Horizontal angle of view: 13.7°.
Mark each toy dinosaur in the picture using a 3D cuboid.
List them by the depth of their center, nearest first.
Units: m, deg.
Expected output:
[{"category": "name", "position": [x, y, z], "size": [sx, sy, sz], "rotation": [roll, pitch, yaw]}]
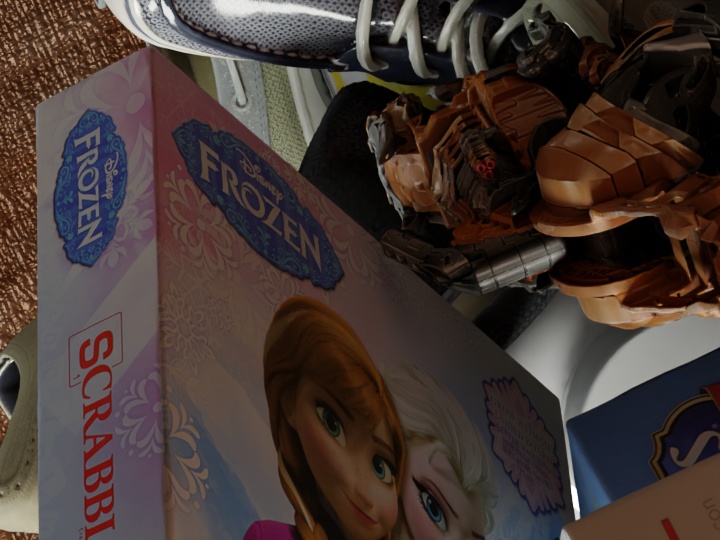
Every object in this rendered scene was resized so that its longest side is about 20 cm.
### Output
[{"category": "toy dinosaur", "position": [0.084, -0.022, 0.784], "size": [0.200, 0.135, 0.103], "rotation": [40, 151, 38]}]

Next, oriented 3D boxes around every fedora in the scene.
[{"category": "fedora", "position": [0.000, 0.000, 0.971], "size": [0.092, 0.201, 0.201], "rotation": [44, 174, -2]}]

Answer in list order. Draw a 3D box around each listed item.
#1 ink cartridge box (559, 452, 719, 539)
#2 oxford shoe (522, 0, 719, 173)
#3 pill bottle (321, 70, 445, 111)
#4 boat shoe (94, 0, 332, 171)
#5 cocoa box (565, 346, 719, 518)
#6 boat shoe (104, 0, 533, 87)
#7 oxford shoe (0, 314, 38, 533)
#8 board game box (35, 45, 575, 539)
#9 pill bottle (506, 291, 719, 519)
[{"category": "ink cartridge box", "position": [0.119, 0.092, 0.680], "size": [0.068, 0.199, 0.116], "rotation": [86, 159, -71]}, {"category": "oxford shoe", "position": [0.126, -0.020, 0.901], "size": [0.200, 0.058, 0.075], "rotation": [53, 171, -16]}, {"category": "pill bottle", "position": [0.019, -0.144, 1.044], "size": [0.114, 0.114, 0.201], "rotation": [-130, 17, -67]}, {"category": "boat shoe", "position": [-0.058, -0.078, 1.102], "size": [0.074, 0.065, 0.203], "rotation": [15, 132, 62]}, {"category": "cocoa box", "position": [0.146, 0.112, 0.835], "size": [0.200, 0.131, 0.134], "rotation": [76, 168, -57]}, {"category": "boat shoe", "position": [0.025, -0.087, 0.932], "size": [0.093, 0.199, 0.075], "rotation": [48, 137, 48]}, {"category": "oxford shoe", "position": [-0.089, 0.018, 1.017], "size": [0.200, 0.073, 0.071], "rotation": [-88, -16, -61]}, {"category": "board game box", "position": [-0.005, 0.076, 0.755], "size": [0.200, 0.041, 0.200], "rotation": [40, -146, -43]}, {"category": "pill bottle", "position": [0.093, 0.037, 1.085], "size": [0.200, 0.112, 0.113], "rotation": [-139, 26, -74]}]
